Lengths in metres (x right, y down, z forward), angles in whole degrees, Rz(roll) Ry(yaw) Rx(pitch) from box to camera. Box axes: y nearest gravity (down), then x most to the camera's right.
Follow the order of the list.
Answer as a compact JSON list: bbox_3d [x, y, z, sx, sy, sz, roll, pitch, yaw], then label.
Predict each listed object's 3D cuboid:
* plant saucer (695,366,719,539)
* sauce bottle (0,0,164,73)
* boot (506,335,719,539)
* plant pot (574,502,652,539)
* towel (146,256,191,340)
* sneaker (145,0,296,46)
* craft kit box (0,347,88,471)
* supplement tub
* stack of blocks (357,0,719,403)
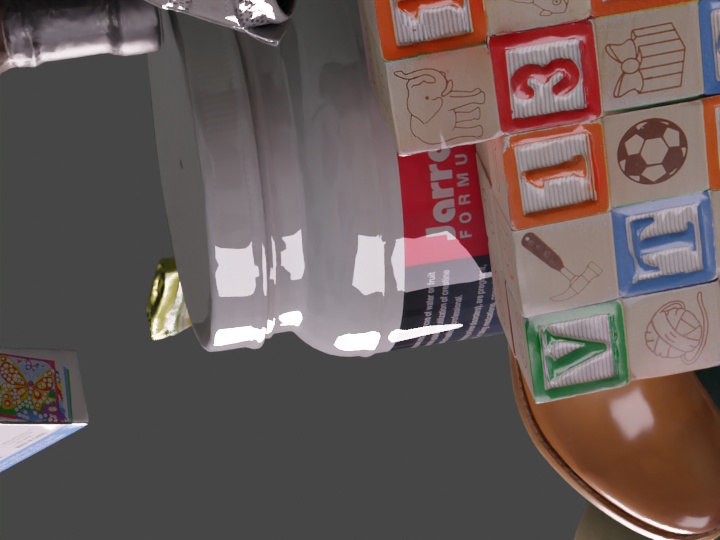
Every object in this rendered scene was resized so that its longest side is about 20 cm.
[{"bbox_3d":[0.221,0.111,1.347,0.200,0.200,0.036,0,133,-34],"label":"plant saucer"},{"bbox_3d":[-0.160,-0.072,0.729,0.200,0.065,0.065,-11,163,-9],"label":"sauce bottle"},{"bbox_3d":[0.100,0.019,0.966,0.074,0.200,0.155,-35,176,-14],"label":"boot"},{"bbox_3d":[0.230,0.195,1.702,0.200,0.135,0.200,-10,164,-3],"label":"plant pot"},{"bbox_3d":[0.000,0.000,1.146,0.200,0.018,0.086,-8,164,-11],"label":"towel"},{"bbox_3d":[-0.001,-0.129,0.555,0.082,0.075,0.200,30,137,-15],"label":"sneaker"},{"bbox_3d":[-0.271,0.086,1.208,0.197,0.049,0.200,1,160,-42],"label":"craft kit box"},{"bbox_3d":[0.038,-0.048,0.800,0.200,0.141,0.140,-9,163,-10],"label":"supplement tub"},{"bbox_3d":[0.060,-0.066,0.681,0.115,0.200,0.059,-11,-153,-3],"label":"stack of blocks"}]
